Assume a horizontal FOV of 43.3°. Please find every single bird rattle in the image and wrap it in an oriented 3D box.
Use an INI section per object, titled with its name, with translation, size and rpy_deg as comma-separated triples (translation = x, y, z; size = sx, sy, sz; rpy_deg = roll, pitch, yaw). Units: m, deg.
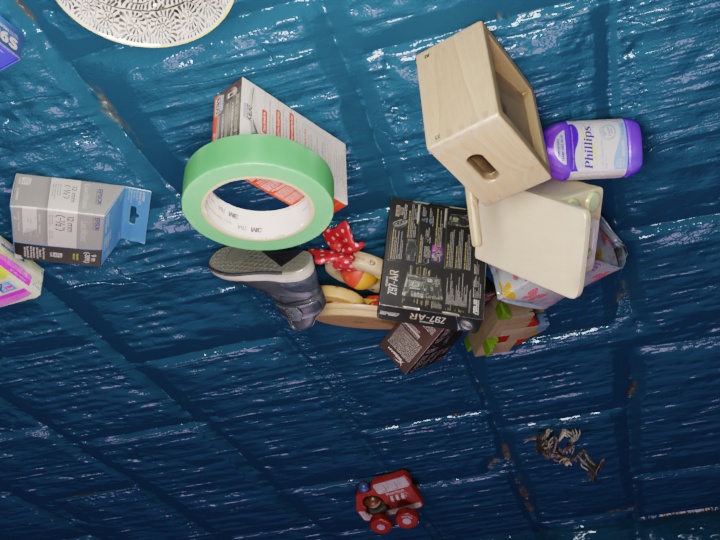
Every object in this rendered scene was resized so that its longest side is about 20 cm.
[bird rattle]
translation = 0.000, 0.000, 1.527
size = 0.198, 0.114, 0.163
rpy_deg = 10, 162, -16

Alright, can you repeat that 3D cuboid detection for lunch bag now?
[lunch bag]
translation = 0.325, -0.020, 1.496
size = 0.169, 0.128, 0.199
rpy_deg = -32, 150, 35

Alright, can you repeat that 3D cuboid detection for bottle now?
[bottle]
translation = 0.299, -0.171, 1.296
size = 0.197, 0.085, 0.065
rpy_deg = -2, 175, -1

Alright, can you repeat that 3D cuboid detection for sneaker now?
[sneaker]
translation = -0.151, 0.031, 1.512
size = 0.200, 0.077, 0.147
rpy_deg = 7, 140, 27

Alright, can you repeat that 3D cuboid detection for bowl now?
[bowl]
translation = -0.229, -0.342, 0.956
size = 0.198, 0.095, 0.201
rpy_deg = -3, 148, -2

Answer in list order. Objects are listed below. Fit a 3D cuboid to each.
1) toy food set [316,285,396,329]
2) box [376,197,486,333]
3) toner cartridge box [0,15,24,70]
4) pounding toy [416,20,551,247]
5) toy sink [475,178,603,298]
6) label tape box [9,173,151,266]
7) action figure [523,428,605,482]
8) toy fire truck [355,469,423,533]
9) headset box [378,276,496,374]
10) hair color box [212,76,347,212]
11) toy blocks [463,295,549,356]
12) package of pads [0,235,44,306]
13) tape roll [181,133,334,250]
[toy food set]
translation = -0.002, 0.070, 1.629
size = 0.197, 0.049, 0.198
rpy_deg = 6, 169, -8
[box]
translation = 0.113, -0.011, 1.399
size = 0.158, 0.202, 0.044
rpy_deg = 8, 147, -1
[toner cartridge box]
translation = -0.497, -0.300, 1.041
size = 0.094, 0.044, 0.200
rpy_deg = -20, 145, 22
[pounding toy]
translation = 0.155, -0.171, 1.186
size = 0.141, 0.186, 0.200
rpy_deg = -22, 144, 27
[toy sink]
translation = 0.276, -0.061, 1.314
size = 0.111, 0.199, 0.132
rpy_deg = -17, 118, -35
[label tape box]
translation = -0.429, -0.071, 1.392
size = 0.198, 0.067, 0.144
rpy_deg = 7, 146, -14
[action figure]
translation = 0.518, 0.445, 2.284
size = 0.199, 0.103, 0.119
rpy_deg = 26, -168, 25
[toy fire truck]
translation = 0.074, 0.640, 2.557
size = 0.198, 0.113, 0.169
rpy_deg = -18, 121, 21
[headset box]
translation = 0.143, 0.074, 1.569
size = 0.201, 0.077, 0.148
rpy_deg = -54, 160, 23
[hair color box]
translation = -0.107, -0.162, 1.240
size = 0.064, 0.112, 0.199
rpy_deg = -26, 141, 34
[toy blocks]
translation = 0.294, 0.099, 1.734
size = 0.135, 0.101, 0.201
rpy_deg = -8, 151, -17
[package of pads]
translation = -0.649, 0.006, 1.485
size = 0.198, 0.069, 0.155
rpy_deg = -15, 147, 15
[tape roll]
translation = -0.134, -0.098, 1.191
size = 0.198, 0.049, 0.201
rpy_deg = -2, 150, -1
